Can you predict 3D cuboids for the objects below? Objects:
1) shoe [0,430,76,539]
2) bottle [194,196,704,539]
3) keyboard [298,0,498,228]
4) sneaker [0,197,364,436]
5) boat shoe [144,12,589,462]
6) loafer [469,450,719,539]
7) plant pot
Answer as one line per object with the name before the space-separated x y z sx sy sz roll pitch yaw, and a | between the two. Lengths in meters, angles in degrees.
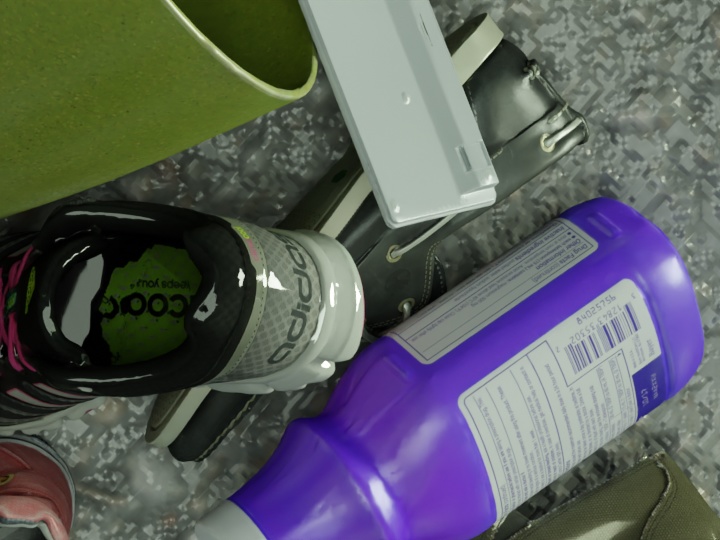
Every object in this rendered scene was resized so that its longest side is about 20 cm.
shoe | -0.189 0.136 1.030 0.200 0.091 0.072 -36 104 1
bottle | 0.033 0.055 1.029 0.199 0.065 0.084 -34 135 -16
keyboard | -0.006 -0.112 0.992 0.056 0.011 0.201 -15 80 -39
sneaker | -0.102 0.013 0.983 0.199 0.087 0.074 -5 76 28
boat shoe | 0.000 0.000 1.037 0.068 0.072 0.200 43 91 -13
loafer | 0.046 0.123 1.080 0.199 0.075 0.070 -18 72 -2
plant pot | -0.148 -0.090 0.958 0.199 0.187 0.188 -30 105 16
